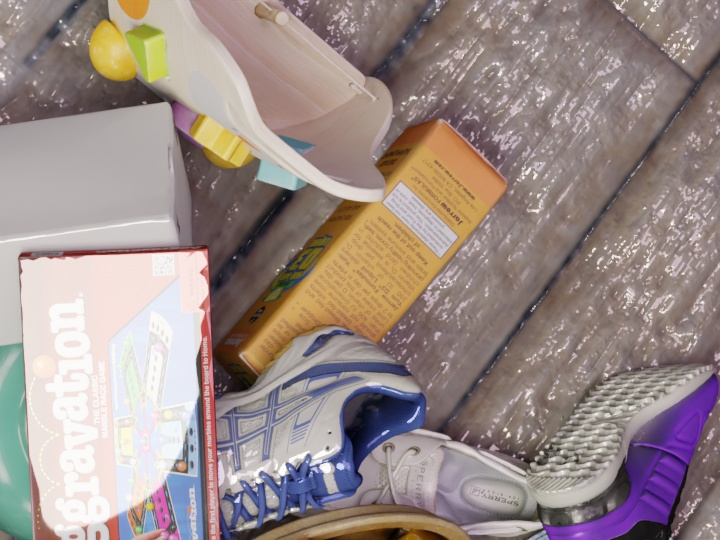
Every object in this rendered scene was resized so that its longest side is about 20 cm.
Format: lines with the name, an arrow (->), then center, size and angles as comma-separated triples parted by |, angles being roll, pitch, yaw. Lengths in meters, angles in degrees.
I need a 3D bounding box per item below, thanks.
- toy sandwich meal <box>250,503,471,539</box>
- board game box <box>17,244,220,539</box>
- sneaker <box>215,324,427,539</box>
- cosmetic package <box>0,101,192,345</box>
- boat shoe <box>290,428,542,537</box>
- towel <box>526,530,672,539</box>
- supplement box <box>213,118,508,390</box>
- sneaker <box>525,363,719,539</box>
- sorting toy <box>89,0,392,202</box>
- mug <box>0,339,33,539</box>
toy sandwich meal -> -0.018, 0.205, 1.367 | 0.205, 0.205, 0.070 | -8, 59, -19
board game box -> -0.129, 0.088, 1.261 | 0.103, 0.019, 0.201 | -3, 98, -2
sneaker -> -0.047, 0.106, 1.320 | 0.200, 0.088, 0.075 | -41, 137, -25
cosmetic package -> -0.196, -0.022, 1.313 | 0.199, 0.113, 0.081 | -6, 131, 2
boat shoe -> 0.031, 0.129, 1.450 | 0.199, 0.069, 0.071 | 8, 87, -18
towel -> 0.128, 0.239, 1.505 | 0.200, 0.024, 0.147 | -26, 99, -16
supplement box -> 0.000, 0.000, 1.446 | 0.069, 0.067, 0.200 | 42, 75, -13
sneaker -> 0.173, 0.133, 1.478 | 0.200, 0.069, 0.100 | -36, 113, -47
sorting toy -> -0.060, -0.102, 1.346 | 0.200, 0.180, 0.107 | 38, 94, -32
mug -> -0.165, 0.071, 1.359 | 0.152, 0.114, 0.186 | -3, 90, -19
